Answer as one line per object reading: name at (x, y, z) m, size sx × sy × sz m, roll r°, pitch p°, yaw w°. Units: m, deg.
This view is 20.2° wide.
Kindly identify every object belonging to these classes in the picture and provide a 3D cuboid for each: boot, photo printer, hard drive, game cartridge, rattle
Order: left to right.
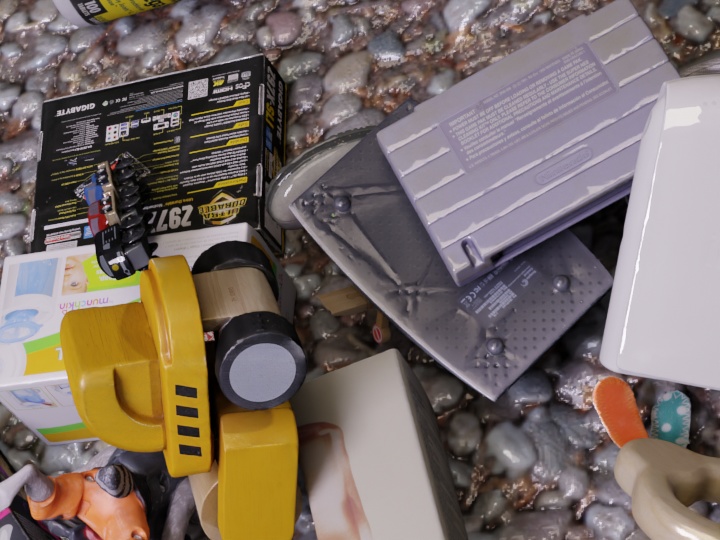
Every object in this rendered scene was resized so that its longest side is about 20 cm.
boot at (0.040, -0.041, 1.445) m, size 0.198 × 0.068 × 0.131 m, roll -17°, pitch 56°, yaw -6°
hard drive at (0.062, -0.012, 1.386) m, size 0.135 × 0.042 × 0.200 m, roll -42°, pitch 72°, yaw -16°
game cartridge at (0.123, -0.089, 1.360) m, size 0.199 × 0.038 × 0.130 m, roll -28°, pitch 59°, yaw 0°
rattle at (0.207, 0.176, 1.299) m, size 0.129 × 0.144 × 0.200 m, roll -20°, pitch 33°, yaw -29°
photo printer at (0.251, -0.022, 1.291) m, size 0.165 × 0.069 × 0.202 m, roll 11°, pitch 98°, yaw 1°

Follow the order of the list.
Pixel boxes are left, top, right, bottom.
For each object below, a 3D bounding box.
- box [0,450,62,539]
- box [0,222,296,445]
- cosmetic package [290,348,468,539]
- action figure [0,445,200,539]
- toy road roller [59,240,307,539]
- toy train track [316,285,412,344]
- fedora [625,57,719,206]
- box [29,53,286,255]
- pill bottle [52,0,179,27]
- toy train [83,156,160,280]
box at (-0.292, 0.194, 1.440) m, size 0.122 × 0.106 × 0.200 m, roll -41°, pitch 55°, yaw -3°
box at (-0.156, 0.048, 1.470) m, size 0.198 × 0.102 × 0.113 m, roll -8°, pitch 59°, yaw 17°
cosmetic package at (0.020, 0.169, 1.333) m, size 0.087 × 0.104 × 0.201 m, roll -20°, pitch 56°, yaw 9°
action figure at (-0.135, 0.166, 1.356) m, size 0.198 × 0.193 × 0.105 m, roll 23°, pitch 101°, yaw 10°
toy road roller at (-0.116, 0.085, 1.307) m, size 0.144 × 0.202 × 0.123 m, roll -7°, pitch 32°, yaw -11°
toy train track at (0.000, 0.000, 1.471) m, size 0.114 × 0.033 × 0.200 m, roll -16°, pitch 40°, yaw -28°
fedora at (0.272, -0.085, 1.381) m, size 0.198 × 0.090 × 0.178 m, roll 5°, pitch 65°, yaw 24°
box at (-0.157, -0.074, 1.570) m, size 0.198 × 0.049 × 0.161 m, roll -11°, pitch 61°, yaw 17°
pill bottle at (-0.157, -0.276, 1.645) m, size 0.198 × 0.113 × 0.113 m, roll -14°, pitch 58°, yaw 14°
toy train at (-0.174, -0.038, 1.454) m, size 0.045 × 0.034 × 0.200 m, roll -26°, pitch 22°, yaw 1°
